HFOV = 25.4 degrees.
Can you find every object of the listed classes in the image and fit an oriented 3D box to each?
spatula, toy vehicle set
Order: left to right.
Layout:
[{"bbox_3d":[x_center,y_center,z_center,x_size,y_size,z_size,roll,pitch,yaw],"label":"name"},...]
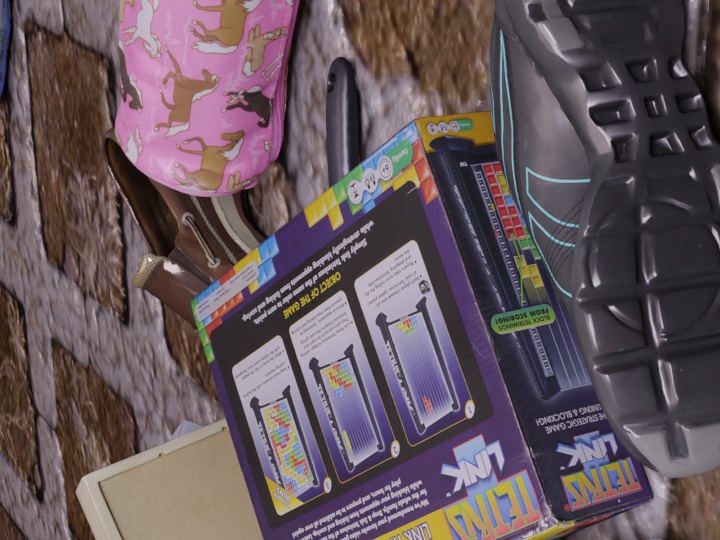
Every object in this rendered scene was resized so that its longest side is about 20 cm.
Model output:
[{"bbox_3d":[-0.038,0.167,0.757,0.201,0.124,0.027,63,154,15],"label":"toy vehicle set"},{"bbox_3d":[0.000,0.000,0.755,0.056,0.020,0.201,-173,74,-65],"label":"spatula"}]

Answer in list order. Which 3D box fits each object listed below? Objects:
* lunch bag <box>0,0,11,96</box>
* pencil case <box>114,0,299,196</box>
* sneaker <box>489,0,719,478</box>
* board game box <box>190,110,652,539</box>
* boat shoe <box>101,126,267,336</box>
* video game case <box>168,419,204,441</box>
[{"bbox_3d":[-0.324,-0.227,1.231,0.161,0.075,0.200,59,146,36],"label":"lunch bag"},{"bbox_3d":[-0.068,-0.132,0.768,0.087,0.083,0.201,46,139,33],"label":"pencil case"},{"bbox_3d":[0.089,-0.029,0.542,0.079,0.075,0.201,129,132,-73],"label":"sneaker"},{"bbox_3d":[0.015,0.049,0.680,0.200,0.057,0.166,-34,71,51],"label":"board game box"},{"bbox_3d":[-0.089,0.003,0.867,0.203,0.075,0.075,65,150,24],"label":"boat shoe"},{"bbox_3d":[-0.139,0.214,0.966,0.200,0.045,0.182,126,164,-52],"label":"video game case"}]
